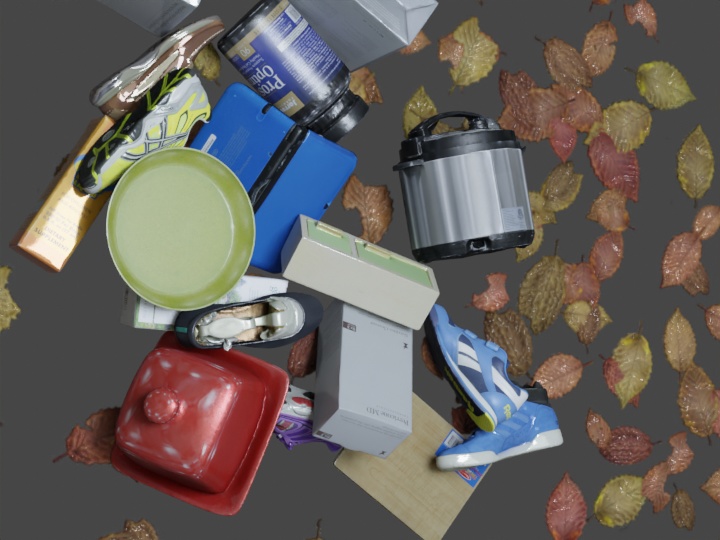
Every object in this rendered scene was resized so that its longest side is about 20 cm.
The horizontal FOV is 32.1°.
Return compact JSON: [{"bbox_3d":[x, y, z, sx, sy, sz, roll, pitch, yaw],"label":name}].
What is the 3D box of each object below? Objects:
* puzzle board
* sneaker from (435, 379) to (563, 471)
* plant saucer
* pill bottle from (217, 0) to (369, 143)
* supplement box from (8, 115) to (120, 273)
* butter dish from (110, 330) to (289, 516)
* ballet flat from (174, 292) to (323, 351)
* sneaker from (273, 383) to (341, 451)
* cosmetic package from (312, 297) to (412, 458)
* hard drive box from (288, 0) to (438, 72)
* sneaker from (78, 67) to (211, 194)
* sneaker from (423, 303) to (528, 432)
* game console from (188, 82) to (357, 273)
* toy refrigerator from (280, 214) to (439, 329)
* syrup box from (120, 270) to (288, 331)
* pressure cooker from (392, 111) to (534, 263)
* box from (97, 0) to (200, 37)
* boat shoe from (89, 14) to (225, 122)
[{"bbox_3d":[0.074,0.270,1.758,0.200,0.017,0.151,42,73,-16],"label":"puzzle board"},{"bbox_3d":[0.186,0.213,1.765,0.200,0.077,0.111,-11,80,-22],"label":"sneaker"},{"bbox_3d":[-0.224,-0.050,1.539,0.200,0.031,0.200,2,87,-33],"label":"plant saucer"},{"bbox_3d":[-0.084,-0.261,1.656,0.200,0.112,0.112,47,73,-14],"label":"pill bottle"},{"bbox_3d":[-0.355,-0.096,1.567,0.067,0.069,0.200,35,74,-20],"label":"supplement box"},{"bbox_3d":[-0.219,0.176,1.537,0.199,0.148,0.200,18,80,21],"label":"butter dish"},{"bbox_3d":[-0.132,0.067,1.565,0.200,0.073,0.073,-6,91,-22],"label":"ballet flat"},{"bbox_3d":[-0.105,0.196,1.657,0.200,0.081,0.083,19,112,-10],"label":"sneaker"},{"bbox_3d":[0.004,0.135,1.648,0.113,0.081,0.200,19,45,-21],"label":"cosmetic package"},{"bbox_3d":[-0.015,-0.351,1.639,0.156,0.200,0.077,39,75,-17],"label":"hard drive box"},{"bbox_3d":[-0.260,-0.159,1.538,0.200,0.075,0.076,-45,122,-13],"label":"sneaker"},{"bbox_3d":[0.155,0.125,1.734,0.082,0.074,0.200,-28,71,-12],"label":"sneaker"},{"bbox_3d":[-0.135,-0.118,1.644,0.171,0.118,0.200,37,101,12],"label":"game console"},{"bbox_3d":[0.000,0.000,1.648,0.200,0.076,0.070,22,113,-15],"label":"toy refrigerator"},{"bbox_3d":[-0.201,0.041,1.617,0.200,0.081,0.079,6,89,-24],"label":"syrup box"},{"bbox_3d":[0.143,-0.118,1.706,0.179,0.176,0.200,-10,90,12],"label":"pressure cooker"},{"bbox_3d":[-0.280,-0.406,1.533,0.200,0.199,0.131,30,79,-19],"label":"box"},{"bbox_3d":[-0.253,-0.255,1.613,0.200,0.076,0.072,-38,106,-9],"label":"boat shoe"}]
